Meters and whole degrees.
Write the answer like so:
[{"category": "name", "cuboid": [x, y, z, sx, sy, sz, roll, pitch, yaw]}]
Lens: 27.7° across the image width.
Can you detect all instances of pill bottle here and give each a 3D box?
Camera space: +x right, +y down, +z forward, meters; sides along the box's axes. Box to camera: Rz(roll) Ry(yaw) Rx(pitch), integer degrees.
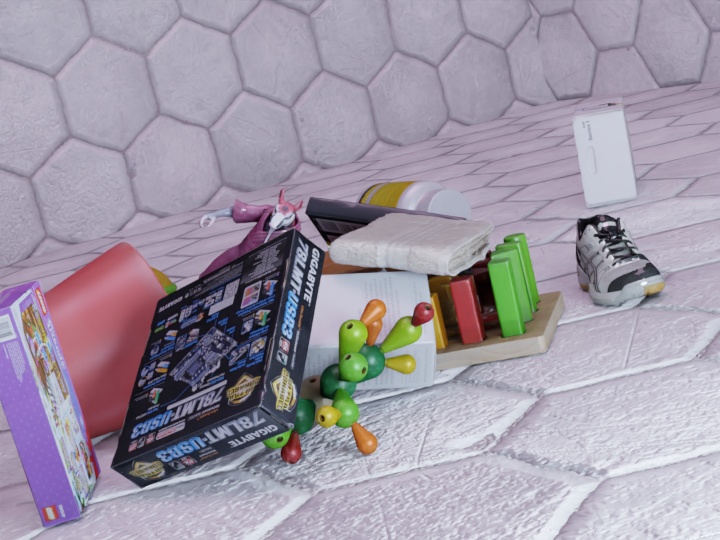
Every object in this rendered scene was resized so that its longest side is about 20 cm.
[{"category": "pill bottle", "cuboid": [0.082, -0.083, 2.254, 0.111, 0.112, 0.200, -19, 10, -30]}]

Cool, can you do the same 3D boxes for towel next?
[{"category": "towel", "cuboid": [0.058, -0.027, 1.515, 0.132, 0.035, 0.200, 5, 12, 20]}]

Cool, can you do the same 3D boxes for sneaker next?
[{"category": "sneaker", "cuboid": [0.284, -0.017, 1.660, 0.075, 0.088, 0.200, -13, 11, -8]}]

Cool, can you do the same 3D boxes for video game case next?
[{"category": "video game case", "cuboid": [0.052, -0.028, 1.767, 0.199, 0.026, 0.181, 8, -22, 21]}]

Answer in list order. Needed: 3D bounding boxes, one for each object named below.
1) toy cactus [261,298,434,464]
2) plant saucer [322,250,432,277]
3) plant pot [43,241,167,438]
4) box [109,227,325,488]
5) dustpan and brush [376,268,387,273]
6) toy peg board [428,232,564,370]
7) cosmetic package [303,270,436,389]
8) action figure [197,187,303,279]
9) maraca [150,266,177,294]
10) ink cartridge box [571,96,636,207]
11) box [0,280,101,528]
[{"category": "toy cactus", "cuboid": [-0.018, 0.113, 1.347, 0.200, 0.102, 0.165, -49, 2, -30]}, {"category": "plant saucer", "cuboid": [0.000, 0.000, 1.683, 0.199, 0.038, 0.200, -14, -11, -3]}, {"category": "plant pot", "cuboid": [-0.292, 0.095, 1.580, 0.177, 0.201, 0.200, -28, 14, -19]}, {"category": "box", "cuboid": [-0.129, 0.081, 1.335, 0.199, 0.050, 0.199, -26, 40, 35]}, {"category": "dustpan and brush", "cuboid": [-0.024, 0.084, 1.532, 0.140, 0.057, 0.200, -49, -3, 23]}, {"category": "toy peg board", "cuboid": [0.107, 0.033, 1.587, 0.198, 0.098, 0.200, -11, 10, 16]}, {"category": "cosmetic package", "cuboid": [-0.028, 0.062, 1.446, 0.199, 0.074, 0.102, -3, 45, -2]}, {"category": "action figure", "cuboid": [-0.111, -0.015, 1.710, 0.148, 0.134, 0.200, -4, -38, -47]}, {"category": "maraca", "cuboid": [-0.359, 0.051, 2.107, 0.199, 0.108, 0.137, -19, 4, -31]}, {"category": "ink cartridge box", "cuboid": [0.394, -0.193, 2.347, 0.083, 0.146, 0.200, -9, 10, 12]}, {"category": "box", "cuboid": [-0.294, 0.119, 1.339, 0.039, 0.201, 0.137, -16, 9, 1]}]
